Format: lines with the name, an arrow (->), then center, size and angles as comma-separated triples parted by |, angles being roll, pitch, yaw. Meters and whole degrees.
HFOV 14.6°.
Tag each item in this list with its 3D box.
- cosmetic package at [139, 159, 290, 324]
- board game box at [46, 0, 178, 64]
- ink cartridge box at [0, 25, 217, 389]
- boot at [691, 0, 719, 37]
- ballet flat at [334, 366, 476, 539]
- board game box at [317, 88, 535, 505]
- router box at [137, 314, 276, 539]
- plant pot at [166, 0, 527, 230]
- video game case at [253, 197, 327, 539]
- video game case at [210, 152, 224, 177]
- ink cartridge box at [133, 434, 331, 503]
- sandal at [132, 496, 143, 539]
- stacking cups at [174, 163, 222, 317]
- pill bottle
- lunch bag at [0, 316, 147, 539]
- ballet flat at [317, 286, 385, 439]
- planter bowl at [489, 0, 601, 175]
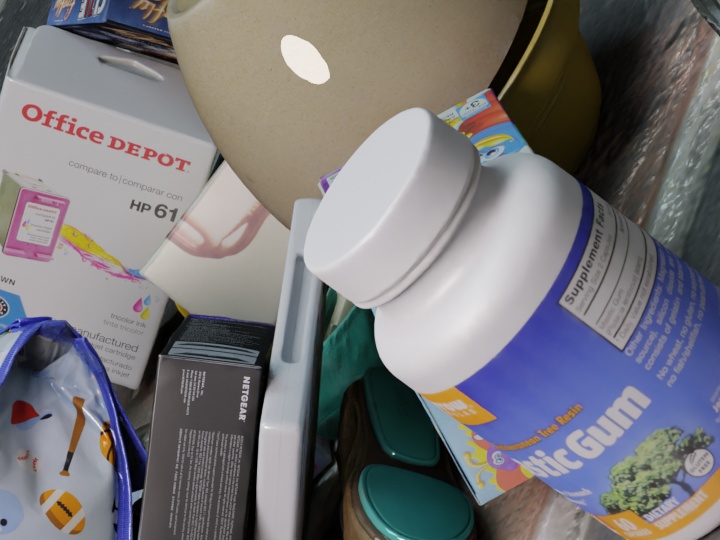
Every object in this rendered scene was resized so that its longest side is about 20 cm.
cosmetic package -> -0.035, -0.055, 1.678 | 0.200, 0.087, 0.103 | -52, 1, 6
board game box -> -0.089, -0.149, 1.821 | 0.135, 0.200, 0.035 | 9, 84, 68
ink cartridge box -> -0.181, -0.041, 1.837 | 0.085, 0.144, 0.200 | -81, 9, -61
boot -> 0.223, -0.174, 1.363 | 0.131, 0.068, 0.200 | -40, 26, 22
ballet flat -> 0.014, 0.118, 1.379 | 0.200, 0.068, 0.072 | -106, 34, -65
board game box -> 0.060, 0.007, 1.337 | 0.103, 0.105, 0.200 | -28, 23, 2
router box -> -0.079, 0.130, 1.385 | 0.157, 0.052, 0.200 | -81, -2, -83
plant pot -> -0.024, -0.133, 1.501 | 0.200, 0.134, 0.200 | -46, 21, 23
video game case -> -0.037, 0.096, 1.414 | 0.182, 0.023, 0.200 | -83, -2, -53
video game case -> -0.135, -0.056, 2.029 | 0.181, 0.025, 0.200 | -30, 32, 49
ink cartridge box -> -0.094, 0.134, 1.620 | 0.200, 0.042, 0.119 | -49, 20, 21
sandal -> -0.125, 0.166, 1.536 | 0.200, 0.048, 0.075 | -39, 53, 34
stacking cups -> -0.078, -0.041, 1.835 | 0.061, 0.060, 0.200 | -42, 21, 31
pill bottle -> 0.077, 0.022, 1.174 | 0.112, 0.200, 0.112 | -46, 22, 24
lunch bag -> -0.193, 0.131, 1.462 | 0.170, 0.124, 0.200 | -16, 71, 56
ballet flat -> 0.000, 0.000, 1.572 | 0.067, 0.070, 0.200 | -30, 31, 49
planter bowl -> 0.071, -0.081, 1.522 | 0.200, 0.083, 0.200 | -46, 21, 23
